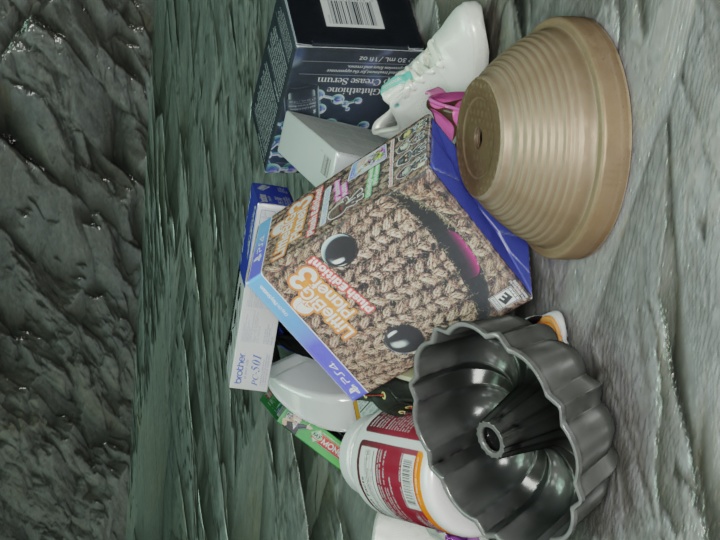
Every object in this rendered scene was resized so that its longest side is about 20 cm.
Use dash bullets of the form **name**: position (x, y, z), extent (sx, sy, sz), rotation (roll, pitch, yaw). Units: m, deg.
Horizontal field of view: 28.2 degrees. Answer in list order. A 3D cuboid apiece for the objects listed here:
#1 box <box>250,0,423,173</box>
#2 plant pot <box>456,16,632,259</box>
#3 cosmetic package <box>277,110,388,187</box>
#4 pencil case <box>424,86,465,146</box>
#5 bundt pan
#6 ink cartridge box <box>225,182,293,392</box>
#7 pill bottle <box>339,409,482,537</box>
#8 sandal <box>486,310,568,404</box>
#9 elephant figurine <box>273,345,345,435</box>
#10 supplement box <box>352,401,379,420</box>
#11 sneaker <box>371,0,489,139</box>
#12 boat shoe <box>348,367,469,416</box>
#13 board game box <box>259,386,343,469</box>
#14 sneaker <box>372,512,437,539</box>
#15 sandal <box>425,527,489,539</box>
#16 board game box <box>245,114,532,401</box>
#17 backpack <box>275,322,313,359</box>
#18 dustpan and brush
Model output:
- **box**: position (-0.031, -0.215, 1.626), extent (0.201, 0.147, 0.108), rotation (109, 154, -48)
- **plant pot**: position (0.139, -0.109, 1.189), extent (0.201, 0.092, 0.203), rotation (178, 90, -72)
- **cosmetic package**: position (0.011, -0.109, 1.490), extent (0.200, 0.149, 0.052), rotation (-134, 55, -65)
- **pencil case**: position (0.089, -0.070, 1.360), extent (0.093, 0.090, 0.202), rotation (21, 114, 33)
- **bundt pan**: position (0.132, 0.125, 1.176), extent (0.201, 0.075, 0.203), rotation (32, 133, 41)
- **ink cartridge box**: position (-0.107, 0.017, 1.515), extent (0.094, 0.044, 0.202), rotation (-118, 36, -72)
- **pill bottle**: position (0.061, 0.186, 1.370), extent (0.200, 0.112, 0.114), rotation (-1, 90, 62)
- **sandal**: position (0.128, 0.095, 1.287), extent (0.207, 0.059, 0.080), rotation (135, 131, -66)
- **elephant figurine**: position (-0.061, 0.105, 1.732), extent (0.142, 0.154, 0.202), rotation (-41, -35, -79)
- **supplement box**: position (0.058, 0.106, 1.469), extent (0.200, 0.066, 0.069), rotation (129, 135, -54)
- **sneaker**: position (0.065, -0.187, 1.422), extent (0.201, 0.088, 0.076), rotation (114, 151, -53)
- **boat shoe**: position (0.046, 0.102, 1.346), extent (0.201, 0.073, 0.064), rotation (8, 113, 58)
- **board game box**: position (-0.052, 0.196, 1.721), extent (0.029, 0.134, 0.200), rotation (-53, 9, -4)
- **sneaker**: position (0.049, 0.334, 1.527), extent (0.089, 0.074, 0.202), rotation (118, 147, -78)
- **sandal**: position (0.082, 0.239, 1.458), extent (0.203, 0.049, 0.083), rotation (-110, 26, -51)
- **board game box**: position (0.027, -0.008, 1.266), extent (0.199, 0.160, 0.097), rotation (-32, 25, 22)
- **backpack**: position (0.000, 0.000, 1.521), extent (0.200, 0.161, 0.169), rotation (118, 162, -60)
- **dustpan and brush**: position (-0.001, 0.150, 1.591), extent (0.200, 0.139, 0.058), rotation (35, 139, 47)
